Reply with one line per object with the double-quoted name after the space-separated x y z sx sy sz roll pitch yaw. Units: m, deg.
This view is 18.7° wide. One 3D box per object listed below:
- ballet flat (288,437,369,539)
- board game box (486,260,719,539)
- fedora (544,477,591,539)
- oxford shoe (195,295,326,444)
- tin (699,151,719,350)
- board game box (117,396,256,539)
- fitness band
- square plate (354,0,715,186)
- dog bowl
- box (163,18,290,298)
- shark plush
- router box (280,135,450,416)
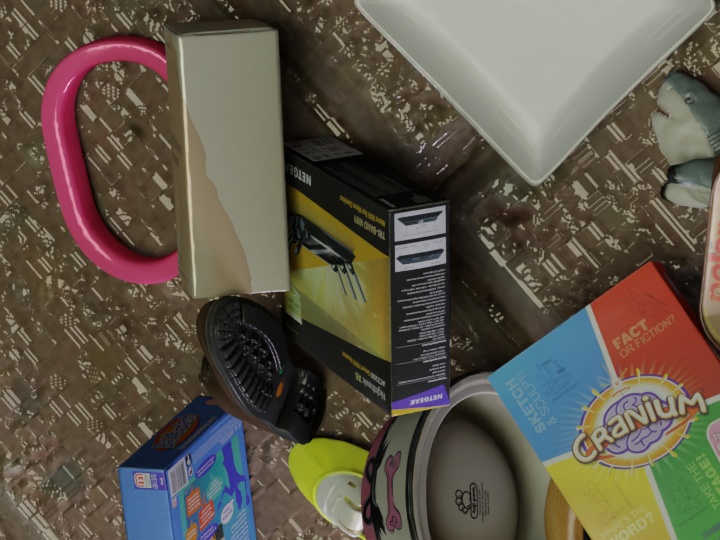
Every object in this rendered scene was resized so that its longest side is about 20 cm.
0.023 0.198 1.753 0.199 0.067 0.067 28 117 10 "ballet flat"
0.208 0.118 1.584 0.153 0.040 0.200 -37 77 13 "board game box"
0.238 0.181 1.656 0.199 0.082 0.202 3 103 14 "fedora"
-0.097 0.077 1.704 0.084 0.073 0.200 14 156 23 "oxford shoe"
0.295 -0.020 1.526 0.111 0.042 0.201 2 126 2 "tin"
-0.134 0.223 1.775 0.045 0.152 0.201 1 108 21 "board game box"
-0.182 -0.087 1.749 0.143 0.037 0.201 -6 105 23 "fitness band"
0.126 -0.197 1.597 0.198 0.028 0.200 46 117 2 "square plate"
0.081 0.179 1.661 0.074 0.200 0.201 -12 105 44 "dog bowl"
-0.102 -0.087 1.664 0.077 0.095 0.201 -5 101 -11 "box"
0.299 -0.074 1.556 0.199 0.091 0.084 19 84 19 "shark plush"
0.000 0.000 1.634 0.200 0.052 0.158 32 128 59 "router box"
